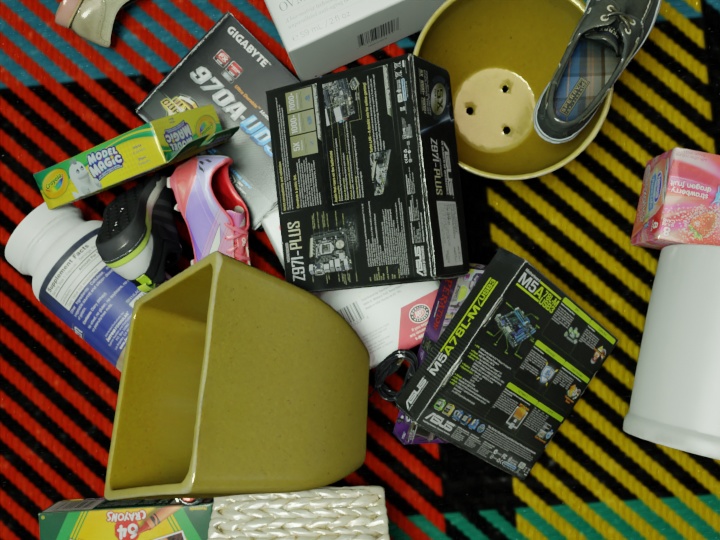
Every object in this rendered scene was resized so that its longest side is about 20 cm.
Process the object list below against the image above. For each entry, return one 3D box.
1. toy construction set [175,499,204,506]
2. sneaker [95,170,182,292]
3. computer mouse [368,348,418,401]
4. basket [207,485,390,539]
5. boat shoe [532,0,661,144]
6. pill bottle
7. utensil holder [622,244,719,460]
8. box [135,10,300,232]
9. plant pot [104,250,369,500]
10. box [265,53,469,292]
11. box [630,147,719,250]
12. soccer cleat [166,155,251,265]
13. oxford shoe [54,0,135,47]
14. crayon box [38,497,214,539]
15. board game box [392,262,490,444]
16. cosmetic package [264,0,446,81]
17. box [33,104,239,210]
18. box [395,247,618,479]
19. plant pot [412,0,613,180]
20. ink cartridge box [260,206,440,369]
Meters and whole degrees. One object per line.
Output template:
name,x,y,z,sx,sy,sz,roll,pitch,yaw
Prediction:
toy construction set,-0.171,0.182,0.834,0.199,0.092,0.132,-27,77,2
sneaker,-0.233,-0.038,0.816,0.071,0.200,0.083,-28,117,13
computer mouse,-0.003,0.139,0.817,0.059,0.034,0.200,38,126,-12
basket,-0.063,0.303,0.788,0.199,0.136,0.124,-2,56,-1
boat shoe,0.228,-0.211,0.702,0.068,0.057,0.201,28,90,4
pill bottle,-0.287,0.017,0.837,0.200,0.116,0.116,40,91,4
utensil holder,0.376,0.087,0.775,0.169,0.170,0.201,12,87,3
box,-0.133,-0.169,0.867,0.159,0.046,0.200,-45,87,2
plant pot,-0.102,0.120,0.715,0.199,0.194,0.197,16,65,-34
box,0.006,-0.084,0.721,0.163,0.086,0.201,-7,90,30
box,0.411,-0.058,0.811,0.199,0.095,0.103,13,90,3
soccer cleat,-0.148,-0.029,0.830,0.076,0.067,0.201,-9,107,26
oxford shoe,-0.277,-0.357,0.881,0.074,0.071,0.201,31,90,-22
crayon box,-0.254,0.350,0.854,0.199,0.058,0.174,-4,88,2
board game box,0.115,0.091,0.801,0.119,0.032,0.201,4,109,-37
cosmetic package,-0.022,-0.352,0.830,0.198,0.123,0.201,-24,86,2
box,-0.234,-0.124,0.798,0.199,0.117,0.049,-13,104,26
box,0.160,0.105,0.790,0.200,0.047,0.194,33,89,-37
plant pot,0.152,-0.188,0.805,0.199,0.142,0.202,0,89,3
ink cartridge box,0.000,0.000,0.837,0.145,0.083,0.201,-26,88,2
